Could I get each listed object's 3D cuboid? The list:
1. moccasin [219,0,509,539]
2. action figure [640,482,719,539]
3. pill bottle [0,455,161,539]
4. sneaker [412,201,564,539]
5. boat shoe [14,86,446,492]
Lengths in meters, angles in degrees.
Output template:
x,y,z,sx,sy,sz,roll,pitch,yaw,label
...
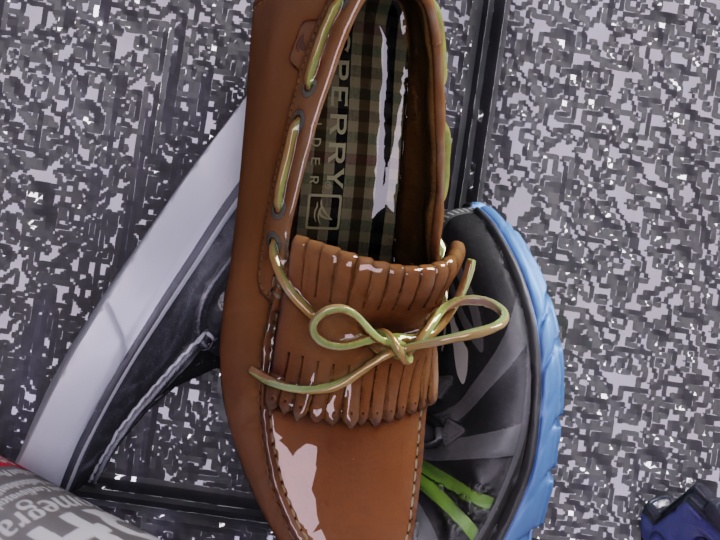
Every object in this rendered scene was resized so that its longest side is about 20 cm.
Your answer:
x,y,z,sx,sy,sz,roll,pitch,yaw,label
0.001,0.000,0.920,0.074,0.078,0.202,7,88,-28,moccasin
0.197,0.117,0.959,0.105,0.194,0.200,-4,45,-40,action figure
-0.083,0.135,0.892,0.200,0.111,0.111,24,86,28,pill bottle
0.018,0.074,0.981,0.083,0.071,0.200,13,91,-12,sneaker
-0.043,0.003,0.980,0.068,0.072,0.200,35,79,-3,boat shoe
